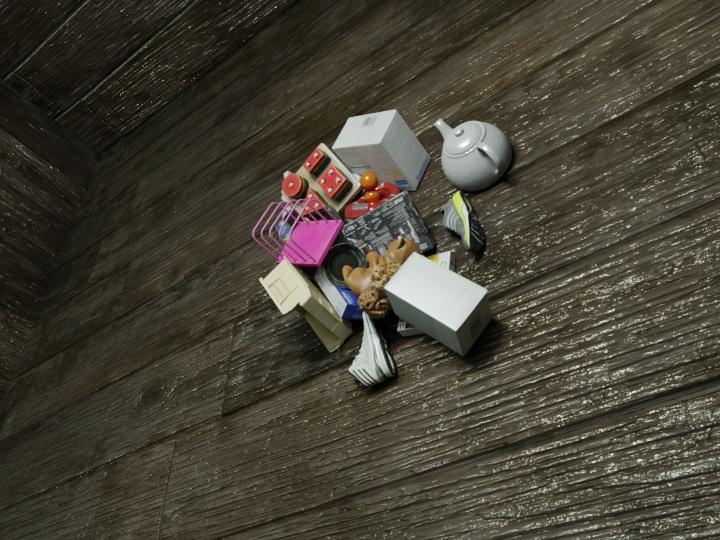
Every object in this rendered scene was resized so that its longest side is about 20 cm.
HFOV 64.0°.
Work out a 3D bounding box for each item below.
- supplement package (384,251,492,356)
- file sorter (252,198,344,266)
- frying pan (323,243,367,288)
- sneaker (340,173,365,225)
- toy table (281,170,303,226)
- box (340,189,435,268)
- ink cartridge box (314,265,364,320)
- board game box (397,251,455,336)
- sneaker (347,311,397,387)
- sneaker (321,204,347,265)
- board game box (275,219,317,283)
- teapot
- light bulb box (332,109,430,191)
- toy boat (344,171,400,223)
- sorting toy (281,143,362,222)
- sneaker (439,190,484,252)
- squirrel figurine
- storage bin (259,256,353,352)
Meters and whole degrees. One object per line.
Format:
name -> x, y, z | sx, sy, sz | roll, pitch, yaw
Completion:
supplement package -> 0.169, 0.070, 1.254 | 0.199, 0.117, 0.117 | 30, 70, 33
file sorter -> -0.173, -0.105, 1.522 | 0.199, 0.125, 0.140 | 3, 58, 51
frying pan -> -0.004, -0.017, 1.494 | 0.188, 0.116, 0.031 | -8, 0, -10
sneaker -> -0.041, -0.186, 1.699 | 0.071, 0.072, 0.202 | 37, 112, 59
toy table -> -0.167, -0.231, 1.830 | 0.198, 0.184, 0.118 | -21, 62, 16
box -> 0.071, -0.090, 1.494 | 0.199, 0.158, 0.050 | -28, 10, 23
ink cartridge box -> -0.043, 0.058, 1.519 | 0.200, 0.093, 0.045 | 52, 124, 51
board game box -> 0.160, 0.055, 1.387 | 0.125, 0.035, 0.202 | -14, 50, 33
sneaker -> 0.008, 0.188, 1.384 | 0.115, 0.076, 0.202 | -32, 44, 16
sneaker -> -0.089, -0.074, 1.622 | 0.104, 0.201, 0.060 | -28, 21, -19
board game box -> -0.174, -0.055, 1.704 | 0.034, 0.135, 0.200 | -40, 39, 7
teapot -> 0.286, -0.312, 1.488 | 0.199, 0.146, 0.199 | -10, 52, 35
light bulb box -> 0.062, -0.339, 1.671 | 0.197, 0.200, 0.126 | 6, 61, 44
toy boat -> 0.034, -0.209, 1.601 | 0.129, 0.132, 0.200 | -2, 21, 27
sorting toy -> -0.129, -0.242, 1.679 | 0.199, 0.069, 0.200 | -47, 65, 14
sneaker -> 0.249, -0.109, 1.426 | 0.081, 0.074, 0.201 | -38, 33, 26
squirrel figurine -> 0.070, 0.012, 1.376 | 0.186, 0.141, 0.200 | -41, 20, 14
storage bin -> -0.137, 0.091, 1.501 | 0.094, 0.200, 0.199 | -44, 39, 0
